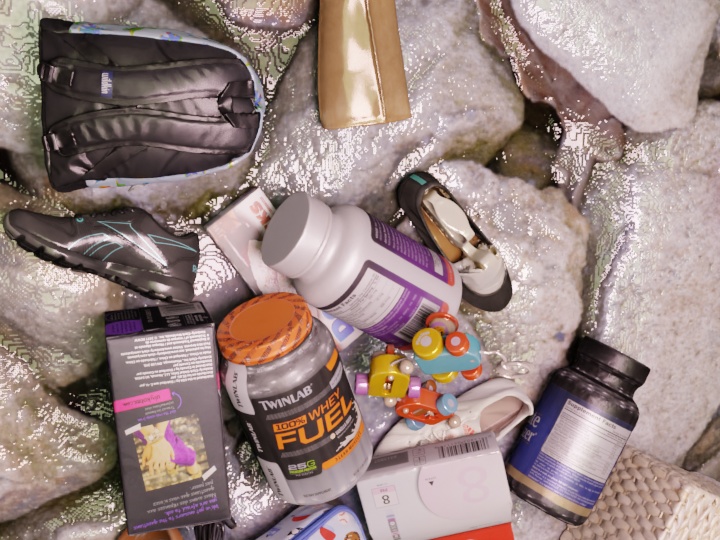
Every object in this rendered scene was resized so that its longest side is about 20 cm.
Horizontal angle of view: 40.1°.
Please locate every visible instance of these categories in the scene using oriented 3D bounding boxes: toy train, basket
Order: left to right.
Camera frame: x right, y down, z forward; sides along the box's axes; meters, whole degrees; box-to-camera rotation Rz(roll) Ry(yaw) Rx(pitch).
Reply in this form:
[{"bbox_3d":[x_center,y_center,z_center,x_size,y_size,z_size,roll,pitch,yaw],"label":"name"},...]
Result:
[{"bbox_3d":[0.080,0.103,1.023,0.149,0.200,0.056,18,55,-26],"label":"toy train"},{"bbox_3d":[0.360,0.330,1.171,0.160,0.200,0.199,28,90,-14],"label":"basket"}]

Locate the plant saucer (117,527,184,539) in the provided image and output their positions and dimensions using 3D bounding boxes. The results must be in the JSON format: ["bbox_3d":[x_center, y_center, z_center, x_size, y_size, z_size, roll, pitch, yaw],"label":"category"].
[{"bbox_3d":[-0.217,0.349,0.987,0.037,0.200,0.201,21,93,-32],"label":"plant saucer"}]

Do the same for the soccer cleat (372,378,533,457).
[{"bbox_3d":[0.103,0.184,1.122,0.199,0.078,0.070,-28,107,-11],"label":"soccer cleat"}]

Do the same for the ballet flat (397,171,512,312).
[{"bbox_3d":[0.112,-0.024,1.094,0.068,0.068,0.200,-46,110,-10],"label":"ballet flat"}]

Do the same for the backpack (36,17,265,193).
[{"bbox_3d":[-0.190,-0.159,0.947,0.198,0.154,0.164,-3,98,5],"label":"backpack"}]

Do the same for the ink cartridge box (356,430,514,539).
[{"bbox_3d":[0.093,0.286,1.111,0.161,0.057,0.201,-13,111,3],"label":"ink cartridge box"}]

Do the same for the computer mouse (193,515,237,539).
[{"bbox_3d":[-0.150,0.336,1.055,0.046,0.200,0.141,-4,61,10],"label":"computer mouse"}]

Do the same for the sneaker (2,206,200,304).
[{"bbox_3d":[-0.253,-0.029,0.985,0.199,0.075,0.080,21,79,-26],"label":"sneaker"}]

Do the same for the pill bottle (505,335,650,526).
[{"bbox_3d":[0.255,0.184,1.153,0.111,0.112,0.201,27,90,-20],"label":"pill bottle"}]

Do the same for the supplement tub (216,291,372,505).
[{"bbox_3d":[-0.069,0.130,1.014,0.122,0.123,0.201,-27,120,-12],"label":"supplement tub"}]

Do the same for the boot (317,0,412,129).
[{"bbox_3d":[0.033,-0.258,1.035,0.174,0.066,0.202,-7,101,-4],"label":"boot"}]

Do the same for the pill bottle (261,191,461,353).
[{"bbox_3d":[0.000,0.000,1.023,0.199,0.111,0.112,29,90,-31],"label":"pill bottle"}]

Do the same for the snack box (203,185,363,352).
[{"bbox_3d":[-0.080,0.011,1.061,0.072,0.024,0.200,-39,108,-11],"label":"snack box"}]

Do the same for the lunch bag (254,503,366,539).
[{"bbox_3d":[-0.050,0.366,1.073,0.160,0.075,0.201,-32,111,-42],"label":"lunch bag"}]

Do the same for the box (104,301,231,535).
[{"bbox_3d":[-0.195,0.144,0.995,0.105,0.122,0.202,-6,101,-14],"label":"box"}]
